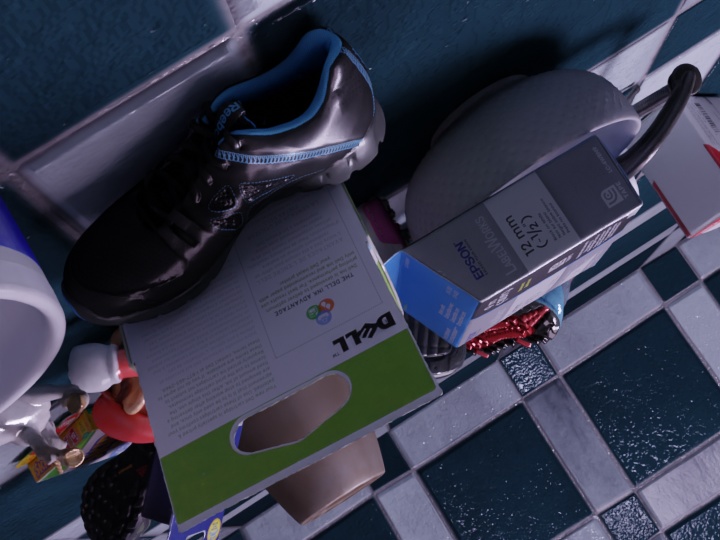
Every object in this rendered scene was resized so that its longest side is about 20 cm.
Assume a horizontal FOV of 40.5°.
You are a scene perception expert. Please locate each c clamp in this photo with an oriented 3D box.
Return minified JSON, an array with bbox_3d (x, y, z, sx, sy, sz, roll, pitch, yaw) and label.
[{"bbox_3d":[0.236,-0.128,0.860,0.172,0.027,0.200,-52,-174,-10],"label":"c clamp"}]

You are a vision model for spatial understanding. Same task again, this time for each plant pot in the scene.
[{"bbox_3d":[-0.064,0.190,1.137,0.198,0.175,0.200,-29,166,-8],"label":"plant pot"}]

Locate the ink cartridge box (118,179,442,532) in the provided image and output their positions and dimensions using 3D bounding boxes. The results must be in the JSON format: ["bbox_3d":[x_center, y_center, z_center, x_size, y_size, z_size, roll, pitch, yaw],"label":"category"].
[{"bbox_3d":[-0.048,0.039,0.538,0.146,0.201,0.076,-27,141,1],"label":"ink cartridge box"}]

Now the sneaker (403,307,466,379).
[{"bbox_3d":[-0.010,0.046,0.811,0.085,0.197,0.076,96,8,-73],"label":"sneaker"}]

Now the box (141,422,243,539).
[{"bbox_3d":[-0.134,0.140,0.830,0.032,0.203,0.121,10,176,15],"label":"box"}]

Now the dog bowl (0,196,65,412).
[{"bbox_3d":[-0.231,0.033,0.406,0.198,0.079,0.200,-31,166,-8],"label":"dog bowl"}]

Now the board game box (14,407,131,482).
[{"bbox_3d":[-0.228,0.150,0.938,0.095,0.030,0.199,-41,162,27],"label":"board game box"}]

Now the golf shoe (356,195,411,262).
[{"bbox_3d":[0.000,0.000,0.839,0.091,0.076,0.200,-27,165,-7],"label":"golf shoe"}]

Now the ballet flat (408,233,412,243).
[{"bbox_3d":[0.016,0.024,0.990,0.200,0.073,0.073,-46,162,24],"label":"ballet flat"}]

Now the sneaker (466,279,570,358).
[{"bbox_3d":[0.124,0.019,0.879,0.199,0.079,0.096,-12,-135,59],"label":"sneaker"}]

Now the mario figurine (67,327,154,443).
[{"bbox_3d":[-0.137,0.037,0.701,0.123,0.107,0.200,27,114,-33],"label":"mario figurine"}]

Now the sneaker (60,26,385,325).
[{"bbox_3d":[-0.079,-0.052,0.507,0.199,0.073,0.082,-39,155,-8],"label":"sneaker"}]

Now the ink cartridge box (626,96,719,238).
[{"bbox_3d":[0.420,-0.130,1.186,0.084,0.146,0.199,-39,165,34],"label":"ink cartridge box"}]

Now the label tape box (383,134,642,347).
[{"bbox_3d":[0.091,0.000,0.707,0.198,0.067,0.143,-32,167,-9],"label":"label tape box"}]

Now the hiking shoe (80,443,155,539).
[{"bbox_3d":[-0.186,0.185,0.914,0.100,0.076,0.201,-5,135,-57],"label":"hiking shoe"}]

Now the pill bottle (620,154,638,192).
[{"bbox_3d":[0.177,-0.049,0.989,0.198,0.110,0.109,-32,167,-4],"label":"pill bottle"}]

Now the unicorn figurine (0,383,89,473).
[{"bbox_3d":[-0.237,0.103,0.633,0.136,0.075,0.199,5,172,42],"label":"unicorn figurine"}]

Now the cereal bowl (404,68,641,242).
[{"bbox_3d":[0.114,-0.089,0.761,0.198,0.084,0.200,-31,166,-9],"label":"cereal bowl"}]
